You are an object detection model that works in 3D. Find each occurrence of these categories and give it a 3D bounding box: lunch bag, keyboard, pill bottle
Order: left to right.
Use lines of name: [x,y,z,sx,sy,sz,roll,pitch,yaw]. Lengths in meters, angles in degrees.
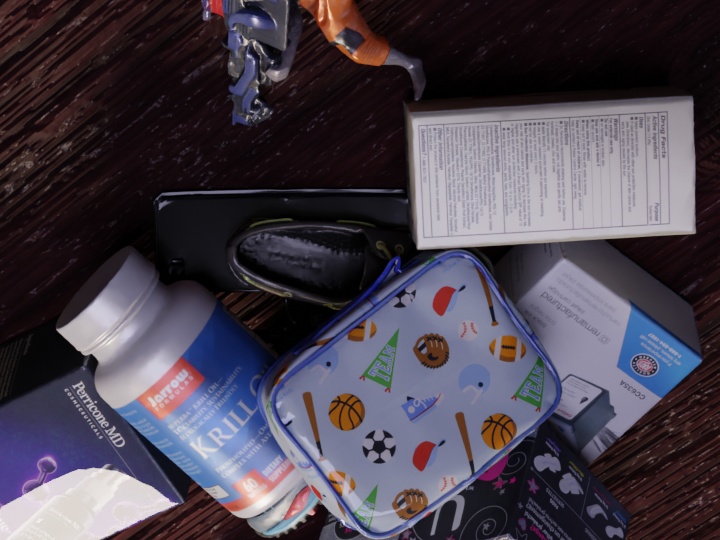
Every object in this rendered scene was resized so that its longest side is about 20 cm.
pill bottle: [-0.123,0.079,1.562,0.200,0.112,0.112,42,113,-15]
keyboard: [-0.056,0.001,1.609,0.200,0.021,0.127,0,94,2]
lunch bag: [0.035,0.080,1.515,0.200,0.076,0.160,-38,96,-9]

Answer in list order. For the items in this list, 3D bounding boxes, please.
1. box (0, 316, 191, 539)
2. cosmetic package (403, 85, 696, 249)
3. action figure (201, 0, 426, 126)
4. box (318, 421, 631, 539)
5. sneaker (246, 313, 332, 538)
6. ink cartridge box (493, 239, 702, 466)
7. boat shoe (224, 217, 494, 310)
box: [-0.250,0.137,1.663,0.200,0.104,0.148,-26,116,16]
cosmetic package: [0.133,-0.075,1.521,0.200,0.087,0.104,-2,101,-2]
action figure: [-0.038,-0.185,1.496,0.193,0.105,0.200,18,145,-2]
box: [0.079,0.210,1.606,0.200,0.115,0.132,-20,127,37]
sneaker: [-0.049,0.116,1.675,0.095,0.079,0.200,29,109,-5]
ink cartridge box: [0.139,0.073,1.631,0.146,0.086,0.200,35,115,-18]
boat shoe: [0.000,0.000,1.568,0.201,0.061,0.072,6,93,0]
